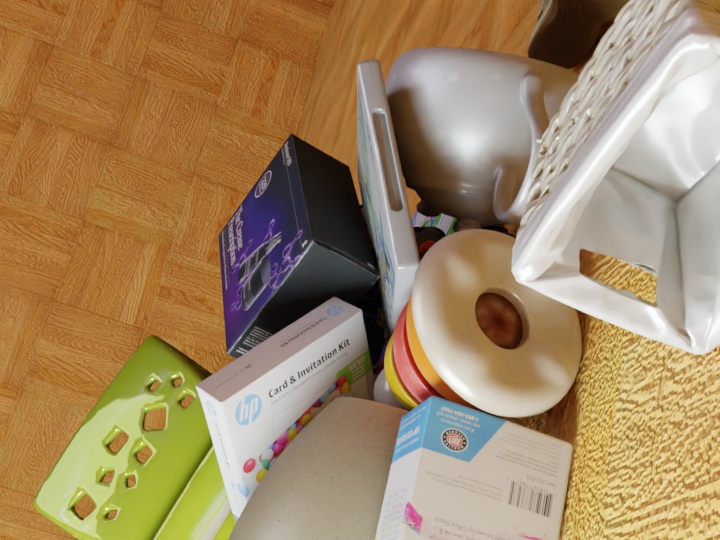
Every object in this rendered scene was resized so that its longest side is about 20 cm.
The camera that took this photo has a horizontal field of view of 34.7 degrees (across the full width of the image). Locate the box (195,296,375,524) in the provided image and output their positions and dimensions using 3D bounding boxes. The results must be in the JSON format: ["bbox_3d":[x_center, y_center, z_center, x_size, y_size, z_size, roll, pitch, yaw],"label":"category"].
[{"bbox_3d":[-0.050,0.145,0.995,0.041,0.156,0.201,23,134,43],"label":"box"}]

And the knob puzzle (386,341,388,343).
[{"bbox_3d":[0.062,0.117,1.156,0.220,0.030,0.221,-47,30,39],"label":"knob puzzle"}]

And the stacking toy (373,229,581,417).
[{"bbox_3d":[0.063,0.070,0.906,0.200,0.145,0.147,-41,31,52],"label":"stacking toy"}]

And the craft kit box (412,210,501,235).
[{"bbox_3d":[0.095,-0.039,1.278,0.198,0.048,0.201,-84,16,-58],"label":"craft kit box"}]

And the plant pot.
[{"bbox_3d":[-0.148,0.211,1.090,0.181,0.200,0.200,23,75,41],"label":"plant pot"}]

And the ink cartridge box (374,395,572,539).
[{"bbox_3d":[0.069,0.204,0.796,0.068,0.115,0.201,133,155,-63],"label":"ink cartridge box"}]

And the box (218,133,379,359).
[{"bbox_3d":[-0.065,-0.015,1.086,0.141,0.079,0.200,-49,28,21],"label":"box"}]

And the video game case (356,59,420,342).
[{"bbox_3d":[0.021,-0.048,0.977,0.200,0.022,0.183,89,172,-68],"label":"video game case"}]

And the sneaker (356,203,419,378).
[{"bbox_3d":[0.000,-0.001,1.110,0.200,0.080,0.115,-87,23,-47],"label":"sneaker"}]

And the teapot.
[{"bbox_3d":[0.105,-0.102,0.991,0.200,0.196,0.147,10,-91,-60],"label":"teapot"}]

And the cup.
[{"bbox_3d":[0.008,0.185,0.919,0.200,0.199,0.144,144,145,-72],"label":"cup"}]

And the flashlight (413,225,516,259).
[{"bbox_3d":[0.090,-0.015,1.103,0.200,0.067,0.068,-160,64,-69],"label":"flashlight"}]

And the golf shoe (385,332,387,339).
[{"bbox_3d":[0.012,0.034,1.218,0.095,0.078,0.200,-47,14,41],"label":"golf shoe"}]

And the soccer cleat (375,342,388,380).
[{"bbox_3d":[0.040,0.109,1.078,0.068,0.073,0.200,-62,24,11],"label":"soccer cleat"}]

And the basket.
[{"bbox_3d":[0.187,-0.071,0.638,0.200,0.135,0.124,121,168,-48],"label":"basket"}]

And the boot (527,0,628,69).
[{"bbox_3d":[0.212,-0.295,1.042,0.200,0.072,0.156,119,164,-64],"label":"boot"}]
